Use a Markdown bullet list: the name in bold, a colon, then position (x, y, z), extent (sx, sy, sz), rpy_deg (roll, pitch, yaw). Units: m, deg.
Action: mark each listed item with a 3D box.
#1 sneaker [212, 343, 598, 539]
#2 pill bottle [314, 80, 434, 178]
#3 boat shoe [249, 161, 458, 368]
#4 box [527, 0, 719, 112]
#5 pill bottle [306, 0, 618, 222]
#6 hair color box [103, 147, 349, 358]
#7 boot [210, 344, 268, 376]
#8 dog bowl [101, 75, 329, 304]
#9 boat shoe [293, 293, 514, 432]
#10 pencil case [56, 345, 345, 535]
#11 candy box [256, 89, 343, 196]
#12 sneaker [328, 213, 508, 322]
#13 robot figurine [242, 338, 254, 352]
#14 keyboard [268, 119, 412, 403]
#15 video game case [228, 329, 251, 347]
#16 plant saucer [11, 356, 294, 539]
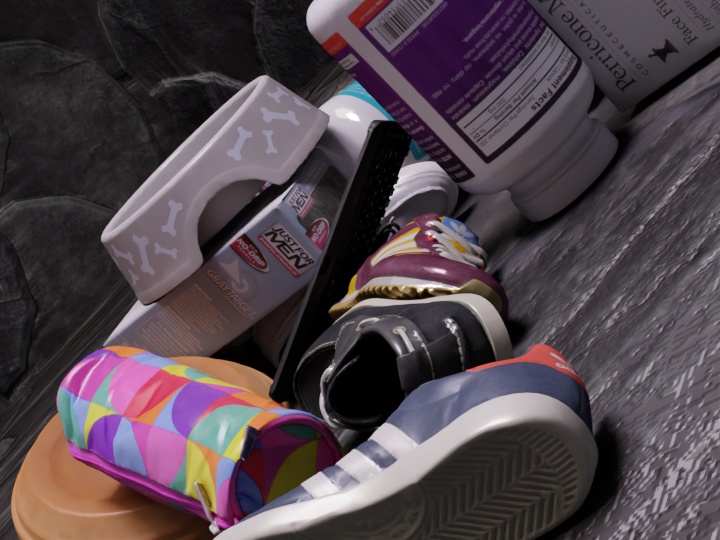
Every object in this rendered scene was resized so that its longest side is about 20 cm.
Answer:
- **sneaker**: position (0.016, 0.096, 0.573), extent (0.200, 0.075, 0.085), rpy_deg (-29, 19, 25)
- **pill bottle**: position (0.034, -0.114, 1.088), extent (0.200, 0.111, 0.111), rpy_deg (-39, 7, -28)
- **boat shoe**: position (0.000, 0.000, 1.012), extent (0.200, 0.072, 0.069), rpy_deg (-37, 35, 2)
- **box**: position (0.179, -0.251, 0.889), extent (0.131, 0.199, 0.200), rpy_deg (-37, 14, 41)
- **pill bottle**: position (0.069, -0.127, 0.846), extent (0.112, 0.200, 0.112), rpy_deg (-43, 11, 11)
- **hair color box**: position (-0.093, 0.003, 0.990), extent (0.200, 0.061, 0.099), rpy_deg (-37, 14, 32)
- **boot**: position (-0.142, 0.151, 0.993), extent (0.107, 0.075, 0.200), rpy_deg (-49, 3, 40)
- **dog bowl**: position (-0.114, -0.066, 1.003), extent (0.200, 0.059, 0.200), rpy_deg (-41, 14, 13)
- **boat shoe**: position (0.003, 0.056, 0.725), extent (0.068, 0.072, 0.200), rpy_deg (-23, 1, -28)
- **pencil case**: position (-0.098, 0.101, 0.772), extent (0.200, 0.088, 0.088), rpy_deg (13, 56, 49)
- **candy box**: position (-0.047, -0.069, 1.293), extent (0.200, 0.117, 0.056), rpy_deg (-37, 13, 39)
- **sneaker**: position (0.044, 0.001, 0.804), extent (0.090, 0.075, 0.200), rpy_deg (-54, 14, -16)
- **robot figurine**: position (-0.119, 0.067, 1.215), extent (0.145, 0.058, 0.200), rpy_deg (-48, 12, -16)
- **keyboard**: position (0.002, -0.003, 0.897), extent (0.200, 0.040, 0.104), rpy_deg (-68, -14, 12)
- **video game case**: position (-0.118, 0.024, 1.146), extent (0.182, 0.023, 0.200), rpy_deg (-46, 21, 11)
- **plant saucer**: position (-0.141, 0.120, 0.889), extent (0.200, 0.037, 0.200), rpy_deg (-12, 33, 8)
